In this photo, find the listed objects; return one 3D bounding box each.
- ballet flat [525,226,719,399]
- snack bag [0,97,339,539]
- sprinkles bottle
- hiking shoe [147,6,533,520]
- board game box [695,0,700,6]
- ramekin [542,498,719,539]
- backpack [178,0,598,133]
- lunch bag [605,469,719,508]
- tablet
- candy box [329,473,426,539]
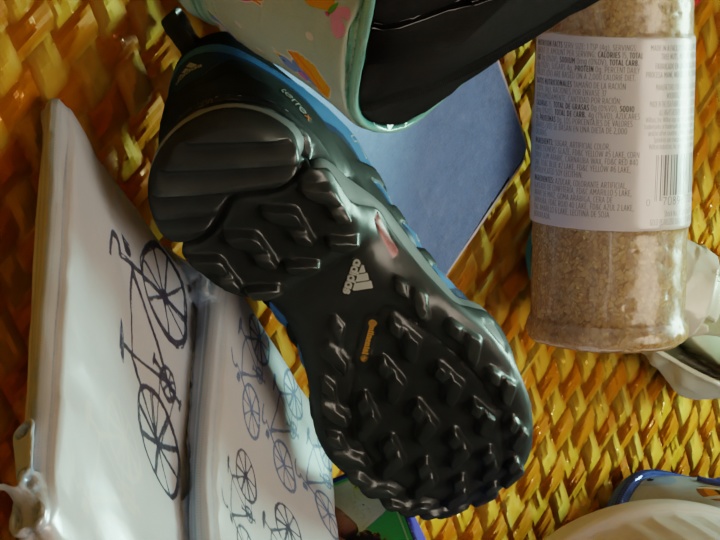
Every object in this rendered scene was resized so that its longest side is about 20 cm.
[{"bbox_3d":[0.143,0.014,1.109,0.200,0.069,0.070,34,72,-55],"label":"ballet flat"},{"bbox_3d":[-0.050,0.063,0.771,0.189,0.021,0.200,-94,158,-47],"label":"snack bag"},{"bbox_3d":[0.101,-0.069,0.997,0.068,0.068,0.200,-11,104,-55],"label":"sprinkles bottle"},{"bbox_3d":[0.000,0.000,0.837,0.200,0.074,0.087,56,16,-36],"label":"hiking shoe"},{"bbox_3d":[0.155,-0.215,1.089,0.096,0.030,0.200,-46,138,-40],"label":"board game box"},{"bbox_3d":[0.142,0.202,1.057,0.202,0.094,0.203,-3,96,-23],"label":"ramekin"},{"bbox_3d":[0.024,-0.147,0.767,0.200,0.153,0.176,-47,164,-36],"label":"backpack"},{"bbox_3d":[0.174,0.173,1.203,0.200,0.075,0.161,15,85,-57],"label":"lunch bag"},{"bbox_3d":[0.006,-0.072,0.917,0.130,0.014,0.200,-55,140,-31],"label":"tablet"},{"bbox_3d":[0.027,0.196,0.875,0.077,0.200,0.169,-24,132,-1],"label":"candy box"}]
